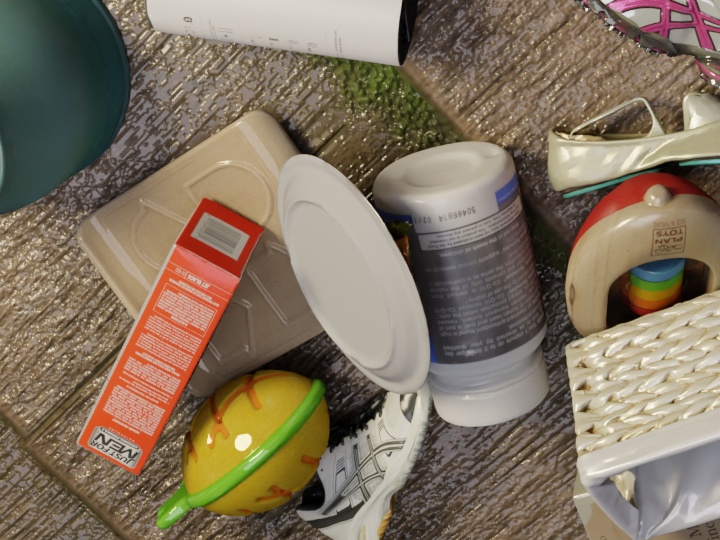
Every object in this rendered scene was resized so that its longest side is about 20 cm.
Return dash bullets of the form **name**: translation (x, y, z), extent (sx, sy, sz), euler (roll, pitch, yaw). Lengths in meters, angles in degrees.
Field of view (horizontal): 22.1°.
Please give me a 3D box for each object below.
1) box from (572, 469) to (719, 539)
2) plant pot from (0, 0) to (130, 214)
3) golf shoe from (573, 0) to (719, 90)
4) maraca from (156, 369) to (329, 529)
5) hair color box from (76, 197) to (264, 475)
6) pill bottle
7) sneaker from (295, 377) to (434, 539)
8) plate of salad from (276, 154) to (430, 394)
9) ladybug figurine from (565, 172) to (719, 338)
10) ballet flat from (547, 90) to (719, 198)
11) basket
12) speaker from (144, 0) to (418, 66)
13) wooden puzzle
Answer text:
- **box**: translation (0.281, 0.178, 1.493), extent (0.199, 0.078, 0.096), euler (-17, 110, 21)
- **plant pot**: translation (-0.301, -0.126, 1.429), extent (0.198, 0.188, 0.202), euler (5, 117, 11)
- **golf shoe**: translation (0.238, -0.193, 1.334), extent (0.199, 0.073, 0.093), euler (26, 105, -8)
- **maraca**: translation (-0.101, 0.152, 1.540), extent (0.107, 0.137, 0.200), euler (49, 129, -5)
- **hair color box**: translation (-0.151, 0.053, 1.475), extent (0.061, 0.102, 0.201), euler (28, 116, -4)
- **pill bottle**: translation (0.083, 0.012, 1.442), extent (0.113, 0.114, 0.202), euler (-7, 113, 17)
- **sneaker**: translation (0.003, 0.151, 1.551), extent (0.087, 0.076, 0.201), euler (23, 118, 2)
- **plate of salad**: translation (0.000, 0.000, 1.404), extent (0.200, 0.048, 0.201), euler (46, 152, 32)
- **ladybug figurine**: translation (0.218, -0.009, 1.391), extent (0.134, 0.072, 0.201), euler (-6, 147, -3)
- **ballet flat**: translation (0.233, -0.102, 1.382), extent (0.198, 0.070, 0.070), euler (-10, 113, 19)
- **basket**: translation (0.265, 0.102, 1.388), extent (0.199, 0.124, 0.136), euler (-20, 145, 18)
- **speaker**: translation (-0.057, -0.205, 1.391), extent (0.198, 0.081, 0.082), euler (9, 117, 10)
- **wooden puzzle**: translation (-0.104, -0.015, 1.519), extent (0.199, 0.046, 0.186), euler (-31, 105, 20)
